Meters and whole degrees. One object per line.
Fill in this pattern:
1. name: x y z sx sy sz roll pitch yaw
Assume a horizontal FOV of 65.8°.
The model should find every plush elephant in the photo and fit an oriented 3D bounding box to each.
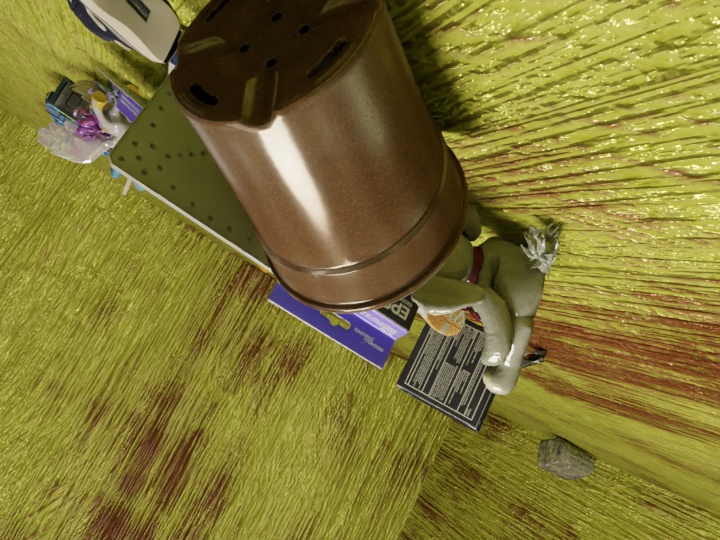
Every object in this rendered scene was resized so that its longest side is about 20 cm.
1. plush elephant: 0.124 0.014 0.633 0.151 0.167 0.203 13 139 9

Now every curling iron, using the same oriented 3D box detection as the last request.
1. curling iron: 0.355 0.188 1.174 0.048 0.026 0.200 -11 167 6

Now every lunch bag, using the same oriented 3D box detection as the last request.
1. lunch bag: 0.904 0.827 2.445 0.197 0.142 0.167 28 154 -12

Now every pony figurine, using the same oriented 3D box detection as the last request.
1. pony figurine: -0.442 -0.258 0.987 0.191 0.170 0.198 31 153 -23

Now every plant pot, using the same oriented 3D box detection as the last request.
1. plant pot: -0.028 -0.102 0.426 0.197 0.203 0.199 23 162 29

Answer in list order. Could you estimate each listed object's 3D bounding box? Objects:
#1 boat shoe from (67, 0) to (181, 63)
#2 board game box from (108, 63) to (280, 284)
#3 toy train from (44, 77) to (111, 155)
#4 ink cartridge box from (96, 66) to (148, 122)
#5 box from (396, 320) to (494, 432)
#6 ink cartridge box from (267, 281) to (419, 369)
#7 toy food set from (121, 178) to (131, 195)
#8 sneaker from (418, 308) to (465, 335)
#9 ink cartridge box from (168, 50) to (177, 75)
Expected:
1. boat shoe: -0.256 -0.273 0.522 0.091 0.076 0.200 19 168 13
2. board game box: -0.119 -0.115 0.565 0.198 0.203 0.026 34 142 -21
3. toy train: -0.585 -0.323 1.211 0.198 0.088 0.113 36 162 -30
4. ink cartridge box: -0.281 -0.202 0.824 0.197 0.044 0.199 40 -175 37
5. box: 0.216 0.222 1.248 0.195 0.203 0.123 25 169 23
6. ink cartridge box: 0.000 0.000 0.772 0.195 0.204 0.043 31 161 -16
7. toy food set: -0.193 -0.121 0.721 0.196 0.062 0.143 9 153 -31
8. sneaker: 0.125 0.051 1.099 0.198 0.076 0.088 37 -177 -21
9. ink cartridge box: -0.193 -0.218 0.705 0.093 0.045 0.199 34 170 -17
